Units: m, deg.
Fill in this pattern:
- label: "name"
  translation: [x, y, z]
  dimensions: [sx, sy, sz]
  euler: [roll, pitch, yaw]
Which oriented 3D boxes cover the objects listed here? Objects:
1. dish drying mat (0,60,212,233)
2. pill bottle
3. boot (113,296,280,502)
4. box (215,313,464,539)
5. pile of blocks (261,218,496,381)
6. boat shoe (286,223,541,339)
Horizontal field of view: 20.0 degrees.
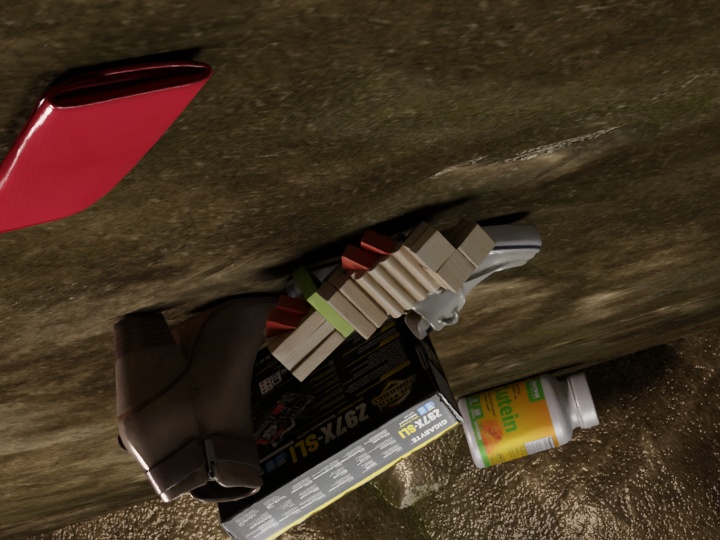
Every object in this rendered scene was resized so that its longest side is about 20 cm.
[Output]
- label: "dish drying mat"
  translation: [-0.132, -0.056, 0.952]
  dimensions: [0.076, 0.018, 0.200]
  euler: [-13, 170, -23]
- label: "pill bottle"
  translation: [0.257, 0.221, 3.111]
  dimensions: [0.198, 0.112, 0.111]
  euler: [-17, 171, 5]
- label: "boot"
  translation: [-0.107, 0.100, 1.553]
  dimensions: [0.199, 0.147, 0.070]
  euler: [-8, 162, -44]
- label: "box"
  translation: [-0.031, 0.108, 1.605]
  dimensions: [0.199, 0.160, 0.049]
  euler: [-32, 129, 8]
- label: "pile of blocks"
  translation: [0.000, 0.000, 1.465]
  dimensions: [0.199, 0.082, 0.062]
  euler: [-30, 123, 26]
- label: "boat shoe"
  translation: [0.047, 0.017, 1.560]
  dimensions: [0.198, 0.070, 0.071]
  euler: [-14, 171, -7]
